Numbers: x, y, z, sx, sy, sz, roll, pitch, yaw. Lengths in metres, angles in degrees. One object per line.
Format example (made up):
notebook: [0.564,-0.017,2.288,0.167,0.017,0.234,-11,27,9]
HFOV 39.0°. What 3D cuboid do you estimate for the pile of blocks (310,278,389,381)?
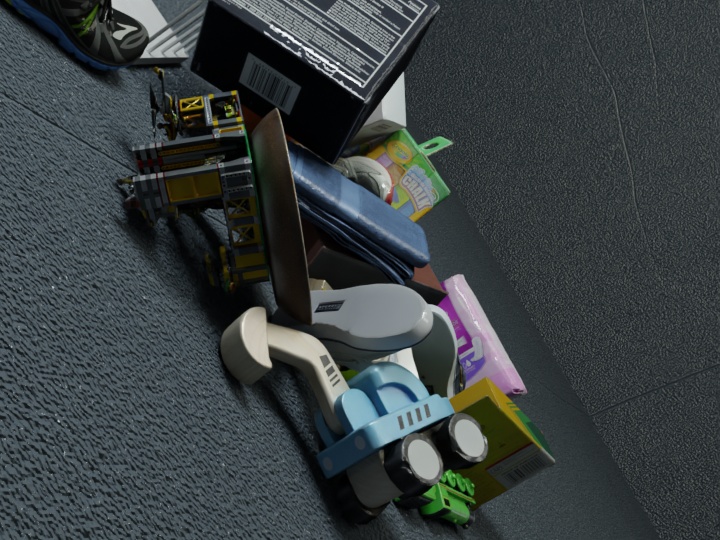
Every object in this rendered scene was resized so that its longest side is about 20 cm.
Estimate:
pile of blocks: [-0.005,0.089,1.055,0.062,0.082,0.201,49,15,-49]

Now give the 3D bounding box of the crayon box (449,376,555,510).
crayon box: [0.134,0.202,1.205,0.200,0.127,0.051,46,17,-45]

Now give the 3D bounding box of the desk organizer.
desk organizer: [0.000,0.000,1.182,0.199,0.072,0.077,20,31,-39]

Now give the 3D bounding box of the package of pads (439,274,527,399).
package of pads: [0.140,0.117,1.449,0.201,0.120,0.076,62,14,20]

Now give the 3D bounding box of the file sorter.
file sorter: [-0.222,-0.323,1.136,0.139,0.124,0.200,56,12,-6]

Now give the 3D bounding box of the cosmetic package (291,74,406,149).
cosmetic package: [-0.027,-0.246,1.412,0.052,0.199,0.152,10,73,-45]

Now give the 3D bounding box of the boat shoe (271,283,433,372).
boat shoe: [-0.001,0.062,0.966,0.070,0.199,0.071,55,52,-27]

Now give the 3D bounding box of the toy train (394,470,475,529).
toy train: [0.083,0.244,1.115,0.200,0.042,0.057,39,32,-56]

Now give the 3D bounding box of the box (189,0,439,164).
box: [-0.049,-0.262,1.148,0.200,0.123,0.199,34,55,0]

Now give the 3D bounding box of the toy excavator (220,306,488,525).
toy excavator: [-0.012,0.117,0.898,0.194,0.100,0.201,-13,69,-47]

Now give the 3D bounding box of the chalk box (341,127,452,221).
chalk box: [0.037,-0.132,1.431,0.124,0.200,0.124,51,-1,-20]

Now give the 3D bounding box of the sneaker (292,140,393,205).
sneaker: [-0.046,-0.108,1.260,0.199,0.078,0.082,18,18,32]

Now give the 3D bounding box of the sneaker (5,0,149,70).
sneaker: [-0.252,-0.248,0.930,0.071,0.083,0.200,63,14,25]

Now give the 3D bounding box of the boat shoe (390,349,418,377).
boat shoe: [0.024,0.124,1.117,0.069,0.072,0.201,96,-11,-49]

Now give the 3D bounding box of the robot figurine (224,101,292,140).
robot figurine: [-0.076,-0.246,1.313,0.117,0.200,0.144,53,-5,48]

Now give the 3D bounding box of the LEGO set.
LEGO set: [-0.153,-0.073,0.909,0.154,0.115,0.201,87,-8,-46]

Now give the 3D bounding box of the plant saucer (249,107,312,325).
plant saucer: [-0.075,-0.046,0.933,0.200,0.032,0.201,171,-90,-85]

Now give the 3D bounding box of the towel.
towel: [-0.017,-0.065,1.123,0.200,0.049,0.112,33,21,-13]

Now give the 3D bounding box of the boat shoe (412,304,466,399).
boat shoe: [0.089,0.110,1.238,0.091,0.070,0.201,-68,157,-55]
